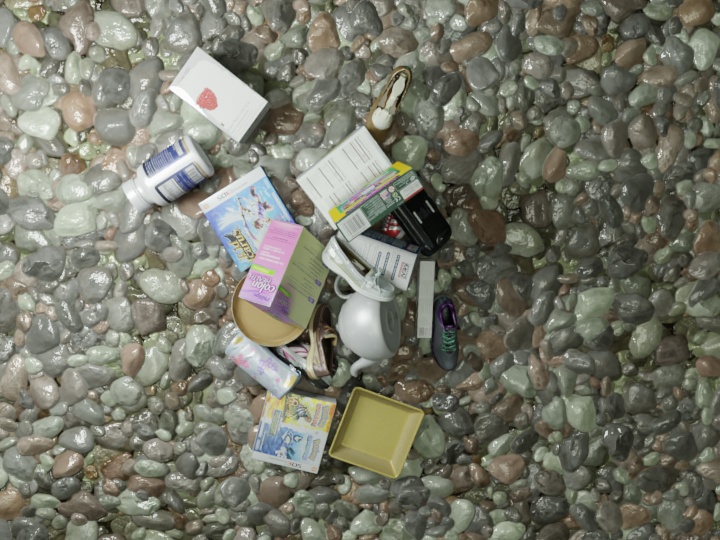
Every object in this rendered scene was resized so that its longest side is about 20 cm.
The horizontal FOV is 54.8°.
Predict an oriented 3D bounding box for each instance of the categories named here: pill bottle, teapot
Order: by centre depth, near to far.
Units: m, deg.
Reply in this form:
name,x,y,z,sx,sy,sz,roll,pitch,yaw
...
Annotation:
name,x,y,z,sx,sy,sz,roll,pitch,yaw
pill bottle,-0.460,-0.225,1.655,0.199,0.111,0.112,-32,99,1
teapot,0.008,0.128,1.715,0.145,0.201,0.198,-7,142,20

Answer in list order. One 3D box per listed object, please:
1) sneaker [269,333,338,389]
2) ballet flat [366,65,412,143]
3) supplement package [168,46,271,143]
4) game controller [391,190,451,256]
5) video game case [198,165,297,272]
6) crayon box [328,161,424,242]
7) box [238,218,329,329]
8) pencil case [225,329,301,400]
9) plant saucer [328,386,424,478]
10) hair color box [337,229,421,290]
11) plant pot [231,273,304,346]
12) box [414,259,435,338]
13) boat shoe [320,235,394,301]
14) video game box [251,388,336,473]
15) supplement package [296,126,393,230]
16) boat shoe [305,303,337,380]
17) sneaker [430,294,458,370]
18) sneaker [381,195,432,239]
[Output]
name,x,y,z,sx,sy,sz,roll,pitch,yaw
sneaker,-0.144,0.215,1.769,0.199,0.080,0.086,37,57,3
ballet flat,0.071,-0.404,1.682,0.067,0.072,0.201,28,96,-8
supplement package,-0.326,-0.407,1.631,0.199,0.120,0.122,37,96,-8
game controller,0.141,-0.134,1.691,0.104,0.042,0.200,-44,106,-22
video game case,-0.270,-0.127,1.716,0.181,0.045,0.201,-31,99,2
crayon box,0.030,-0.153,1.514,0.199,0.173,0.058,-35,104,2
box,-0.169,0.011,1.642,0.096,0.176,0.201,14,76,28
pencil case,-0.243,0.233,1.736,0.200,0.083,0.091,38,127,4
plant saucer,0.040,0.418,1.817,0.199,0.048,0.201,21,96,-6
hair color box,0.038,-0.036,1.677,0.199,0.061,0.101,20,114,11
plant pot,-0.221,0.090,1.733,0.198,0.027,0.202,2,79,-11
box,0.164,0.072,1.777,0.041,0.039,0.202,0,99,-5
boat shoe,0.000,-0.001,1.630,0.201,0.074,0.065,37,121,9
video game box,-0.173,0.411,1.804,0.181,0.047,0.202,14,98,-8
supplement package,-0.032,-0.223,1.661,0.200,0.152,0.151,-38,101,2
boat shoe,-0.084,0.170,1.713,0.072,0.201,0.072,-16,140,31
sneaker,0.216,0.166,1.769,0.074,0.088,0.202,-8,99,-2
sneaker,0.076,-0.138,1.723,0.112,0.071,0.200,40,87,-12
